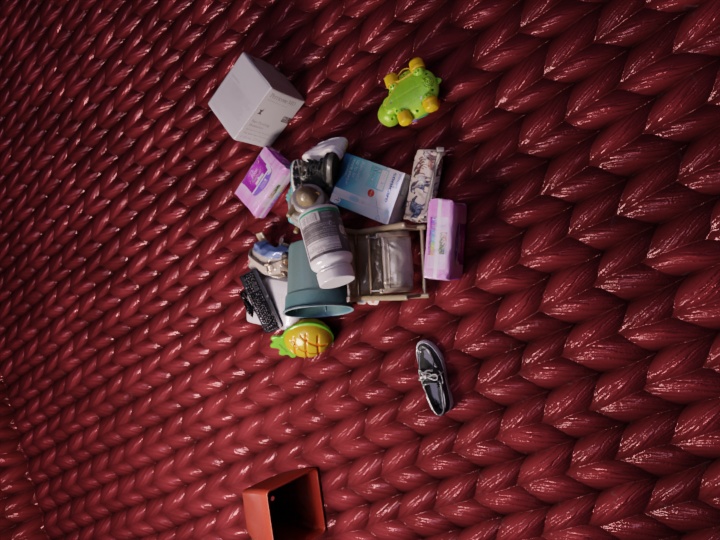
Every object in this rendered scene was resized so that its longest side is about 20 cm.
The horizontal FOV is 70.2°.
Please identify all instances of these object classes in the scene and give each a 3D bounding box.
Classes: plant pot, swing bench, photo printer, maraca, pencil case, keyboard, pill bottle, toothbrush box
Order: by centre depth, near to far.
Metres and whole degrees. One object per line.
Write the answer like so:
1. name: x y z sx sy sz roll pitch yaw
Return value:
1. pill bottle: -0.086 -0.061 1.332 0.113 0.113 0.201 -24 73 28
2. pencil case: 0.171 -0.223 1.341 0.089 0.078 0.201 22 104 55
3. swing bench: 0.066 -0.019 1.371 0.200 0.130 0.200 -3 88 34
4. toothbrush box: 0.033 -0.223 1.418 0.200 0.085 0.147 26 103 25
5. plant pot: -0.125 0.022 1.446 0.200 0.200 0.197 -12 75 29
6. maraca: -0.174 0.208 1.530 0.200 0.137 0.107 -22 37 22
7. plant pot: -0.248 0.724 1.563 0.176 0.200 0.201 -10 87 41
8. keyboard: -0.321 0.104 1.571 0.104 0.040 0.200 -27 87 33
9. photo printer: -0.261 0.099 1.605 0.200 0.069 0.167 7 98 29

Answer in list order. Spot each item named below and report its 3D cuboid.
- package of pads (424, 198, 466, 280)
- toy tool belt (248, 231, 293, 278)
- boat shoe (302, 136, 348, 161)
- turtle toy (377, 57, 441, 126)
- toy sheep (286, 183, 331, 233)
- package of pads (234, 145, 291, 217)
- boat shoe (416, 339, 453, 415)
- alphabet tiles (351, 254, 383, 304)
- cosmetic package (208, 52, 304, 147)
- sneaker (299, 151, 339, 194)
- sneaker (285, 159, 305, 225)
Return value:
1. package of pads: 0.215 -0.077 1.290 0.075 0.120 0.201 5 94 30
2. toy tool belt: -0.251 -0.044 1.565 0.200 0.125 0.123 15 105 31
3. boat shoe: -0.102 -0.344 1.483 0.069 0.072 0.200 -56 21 -20
4. turtle toy: 0.126 -0.449 1.346 0.200 0.101 0.146 -22 81 29
5. toy sheep: -0.145 -0.172 1.468 0.137 0.200 0.138 -1 67 2
6. package of pads: -0.301 -0.278 1.611 0.121 0.076 0.200 46 112 19
7. boat shoe: 0.187 0.284 1.358 0.073 0.068 0.200 -15 84 29
8. alphabet tiles: 0.000 0.000 1.485 0.200 0.015 0.196 1 93 29
9. cosmetic package: -0.316 -0.512 1.560 0.200 0.165 0.165 -45 71 25
10. sneaker: -0.117 -0.279 1.426 0.114 0.199 0.076 18 80 -2
11. sneaker: -0.198 -0.235 1.554 0.080 0.077 0.201 7 100 40
